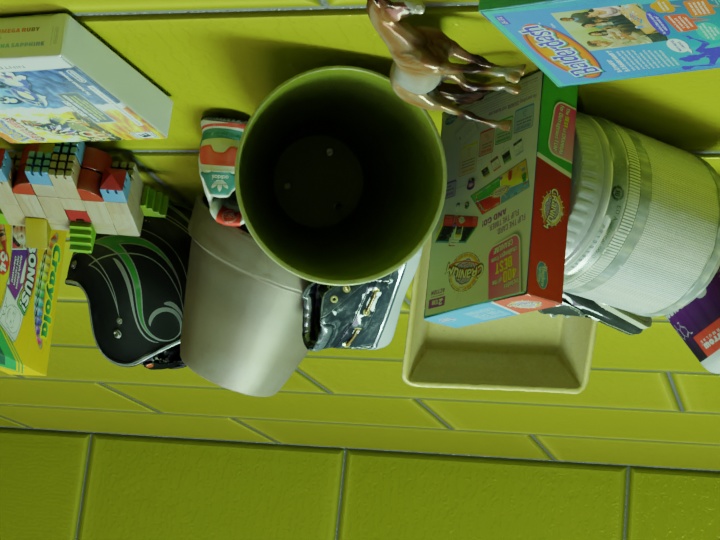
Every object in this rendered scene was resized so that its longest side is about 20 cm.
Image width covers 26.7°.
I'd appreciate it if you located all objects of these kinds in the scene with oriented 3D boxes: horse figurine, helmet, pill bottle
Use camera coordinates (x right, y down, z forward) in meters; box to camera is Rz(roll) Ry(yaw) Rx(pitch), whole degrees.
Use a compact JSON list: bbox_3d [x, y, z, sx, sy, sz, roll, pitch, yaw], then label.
[{"bbox_3d":[0.068,-0.165,1.247,0.131,0.050,0.200,17,172,6],"label":"horse figurine"},{"bbox_3d":[-0.240,0.012,1.776,0.198,0.192,0.200,-22,168,-5],"label":"helmet"},{"bbox_3d":[0.360,0.023,1.530,0.112,0.201,0.113,-35,170,-7],"label":"pill bottle"}]

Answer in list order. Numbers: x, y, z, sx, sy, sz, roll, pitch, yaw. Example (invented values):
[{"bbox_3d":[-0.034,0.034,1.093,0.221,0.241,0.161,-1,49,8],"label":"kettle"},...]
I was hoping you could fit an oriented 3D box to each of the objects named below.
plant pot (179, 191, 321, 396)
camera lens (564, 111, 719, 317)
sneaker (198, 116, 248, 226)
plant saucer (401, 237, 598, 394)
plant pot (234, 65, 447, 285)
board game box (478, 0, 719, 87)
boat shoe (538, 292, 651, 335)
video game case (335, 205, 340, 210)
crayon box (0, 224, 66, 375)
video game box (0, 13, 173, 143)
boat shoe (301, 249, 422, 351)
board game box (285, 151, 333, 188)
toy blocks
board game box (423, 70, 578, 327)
[{"bbox_3d":[-0.114,0.032,1.638,0.198,0.175,0.200,22,-168,-5],"label":"plant pot"},{"bbox_3d":[0.228,-0.052,1.401,0.199,0.162,0.159,16,162,-33],"label":"camera lens"},{"bbox_3d":[-0.133,-0.084,1.554,0.070,0.094,0.200,5,165,4],"label":"sneaker"},{"bbox_3d":[0.145,0.022,1.551,0.198,0.202,0.049,3,-160,-9],"label":"plant saucer"},{"bbox_3d":[-0.029,-0.083,1.401,0.185,0.189,0.200,8,180,-8],"label":"plant pot"},{"bbox_3d":[0.208,-0.191,1.114,0.198,0.045,0.152,-3,163,30],"label":"board game box"},{"bbox_3d":[0.200,0.013,1.501,0.199,0.072,0.068,26,128,-18],"label":"boat shoe"},{"bbox_3d":[0.051,-0.053,1.612,0.142,0.019,0.199,18,160,-37],"label":"video game case"},{"bbox_3d":[-0.421,0.009,1.809,0.058,0.202,0.173,1,165,17],"label":"crayon box"},{"bbox_3d":[-0.298,-0.172,1.393,0.181,0.047,0.200,3,165,23],"label":"video game box"},{"bbox_3d":[0.000,0.000,1.510,0.090,0.202,0.071,-6,-144,-27],"label":"boat shoe"},{"bbox_3d":[0.029,-0.077,1.634,0.199,0.035,0.134,15,163,-30],"label":"board game box"},{"bbox_3d":[-0.316,-0.096,1.621,0.198,0.101,0.137,5,154,5],"label":"toy blocks"},{"bbox_3d":[0.122,-0.060,1.338,0.040,0.202,0.153,15,164,-30],"label":"board game box"}]
